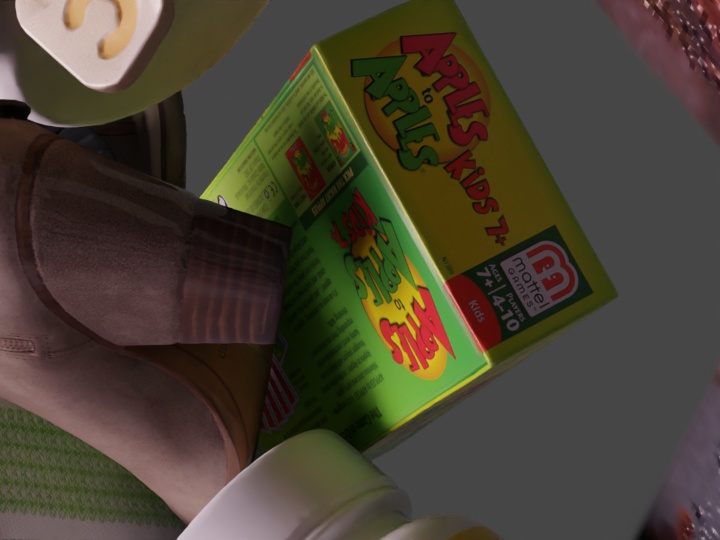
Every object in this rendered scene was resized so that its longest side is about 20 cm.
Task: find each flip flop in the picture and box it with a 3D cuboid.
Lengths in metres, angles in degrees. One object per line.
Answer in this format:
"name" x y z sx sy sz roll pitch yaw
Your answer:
"flip flop" -0.124 -0.092 0.885 0.201 0.057 0.081 56 156 17

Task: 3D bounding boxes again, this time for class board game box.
"board game box" 0.000 0.000 0.735 0.102 0.047 0.200 61 157 6

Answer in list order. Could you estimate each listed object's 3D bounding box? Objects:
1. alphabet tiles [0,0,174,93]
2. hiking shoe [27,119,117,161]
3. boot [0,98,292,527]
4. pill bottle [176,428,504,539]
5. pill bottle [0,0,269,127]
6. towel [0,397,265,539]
"alphabet tiles" -0.101 -0.148 0.661 0.195 0.015 0.201 41 105 28
"hiking shoe" -0.165 -0.026 0.869 0.199 0.075 0.087 23 154 29
"boot" -0.098 0.018 0.701 0.200 0.145 0.071 102 176 -57
"pill bottle" 0.032 0.145 0.690 0.200 0.114 0.115 41 150 20
"pill bottle" -0.117 -0.151 0.745 0.200 0.112 0.113 52 154 25
"towel" -0.071 0.096 0.778 0.031 0.149 0.201 -35 58 35
